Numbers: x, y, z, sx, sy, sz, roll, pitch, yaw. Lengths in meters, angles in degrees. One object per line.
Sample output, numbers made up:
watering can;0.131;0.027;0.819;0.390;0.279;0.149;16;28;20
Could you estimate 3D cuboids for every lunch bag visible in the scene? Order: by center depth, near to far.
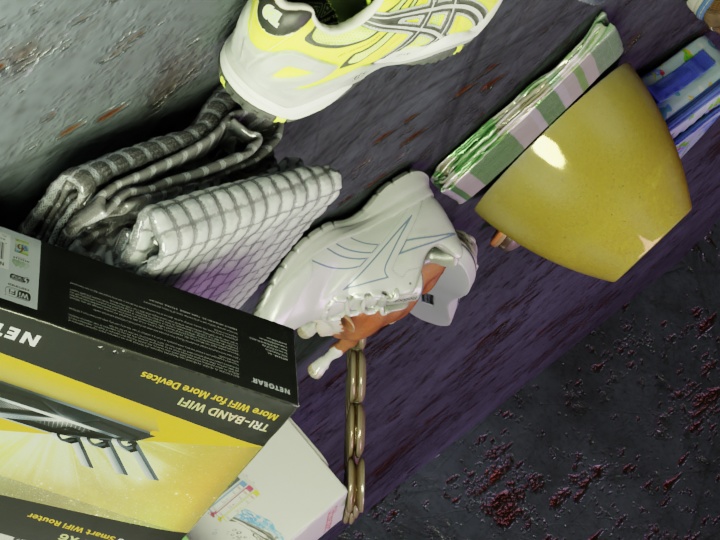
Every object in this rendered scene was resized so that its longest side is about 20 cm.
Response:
lunch bag;0.304;-0.152;1.942;0.200;0.082;0.161;-35;165;-36

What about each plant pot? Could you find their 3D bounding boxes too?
plant pot;0.225;-0.074;1.741;0.200;0.142;0.200;-42;175;-4

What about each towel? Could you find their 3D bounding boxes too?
towel;-0.127;-0.002;0.984;0.165;0.086;0.200;-25;162;-51
towel;0.145;-0.135;1.591;0.200;0.023;0.153;-44;170;6

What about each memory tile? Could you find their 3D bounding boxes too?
memory tile;-0.005;0.134;1.753;0.017;0.202;0.153;2;165;-2

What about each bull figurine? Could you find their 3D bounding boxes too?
bull figurine;0.002;0.025;1.608;0.199;0.065;0.121;-28;167;-45

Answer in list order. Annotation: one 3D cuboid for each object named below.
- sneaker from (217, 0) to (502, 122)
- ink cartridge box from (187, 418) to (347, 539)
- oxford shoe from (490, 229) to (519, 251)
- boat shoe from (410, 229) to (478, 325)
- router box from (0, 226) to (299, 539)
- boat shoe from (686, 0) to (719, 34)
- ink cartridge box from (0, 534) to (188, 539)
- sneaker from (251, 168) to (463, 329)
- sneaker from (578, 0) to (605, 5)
sneaker;0.019;-0.145;0.947;0.200;0.075;0.076;-37;169;-30
ink cartridge box;-0.131;0.224;1.702;0.200;0.145;0.147;-38;168;-15
oxford shoe;0.217;-0.063;1.997;0.200;0.073;0.071;-33;167;-38
boat shoe;0.082;-0.008;1.792;0.200;0.070;0.070;89;23;-71
router box;-0.153;0.063;0.893;0.199;0.052;0.157;20;132;-25
boat shoe;0.367;-0.277;1.674;0.072;0.072;0.200;-37;169;-24
ink cartridge box;-0.226;0.261;1.465;0.200;0.146;0.084;-30;164;-49
sneaker;0.000;0.000;1.432;0.199;0.087;0.075;-35;170;-26
sneaker;0.142;-0.212;1.128;0.082;0.070;0.200;-42;172;20
